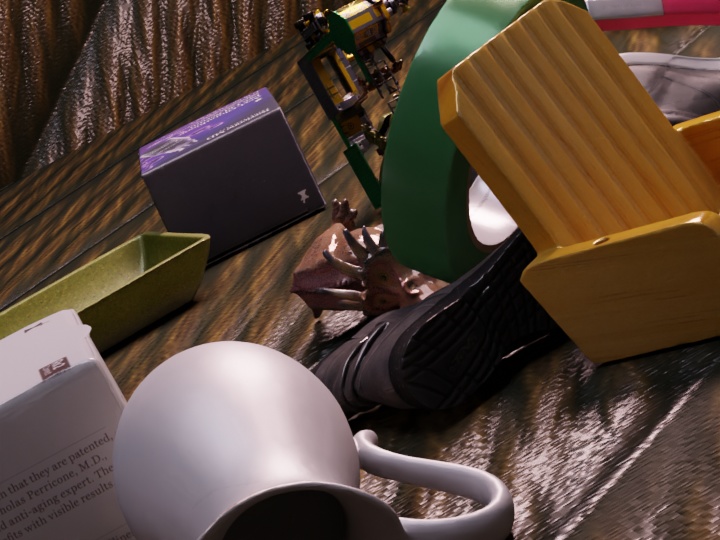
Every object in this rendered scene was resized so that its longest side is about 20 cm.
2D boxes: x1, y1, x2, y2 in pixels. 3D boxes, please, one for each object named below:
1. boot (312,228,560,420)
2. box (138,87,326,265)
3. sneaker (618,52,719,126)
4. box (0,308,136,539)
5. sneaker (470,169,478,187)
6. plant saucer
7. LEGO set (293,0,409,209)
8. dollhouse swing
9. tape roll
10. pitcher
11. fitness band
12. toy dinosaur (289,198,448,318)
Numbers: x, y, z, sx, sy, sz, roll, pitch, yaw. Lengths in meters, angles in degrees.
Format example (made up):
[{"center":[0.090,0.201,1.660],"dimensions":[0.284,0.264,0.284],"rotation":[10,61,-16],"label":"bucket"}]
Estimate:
[{"center":[0.062,0.023,1.287],"dimensions":[0.199,0.070,0.131],"rotation":[-28,6,-30],"label":"boot"},{"center":[-0.125,-0.089,2.047],"dimensions":[0.147,0.105,0.200],"rotation":[-26,12,-2],"label":"box"},{"center":[0.247,-0.087,1.381],"dimensions":[0.198,0.071,0.100],"rotation":[-1,57,-1],"label":"sneaker"},{"center":[-0.217,0.133,1.245],"dimensions":[0.199,0.131,0.199],"rotation":[-28,12,-7],"label":"box"},{"center":[0.152,-0.096,1.575],"dimensions":[0.199,0.071,0.098],"rotation":[-26,10,-5],"label":"sneaker"},{"center":[-0.234,0.034,1.892],"dimensions":[0.199,0.048,0.199],"rotation":[-31,13,-18],"label":"plant saucer"},{"center":[0.044,-0.152,1.805],"dimensions":[0.115,0.201,0.154],"rotation":[-30,-8,-26],"label":"LEGO set"},{"center":[0.175,-0.077,1.203],"dimensions":[0.181,0.177,0.200],"rotation":[-16,15,39],"label":"dollhouse swing"},{"center":[0.082,-0.089,1.354],"dimensions":[0.048,0.202,0.200],"rotation":[20,35,25],"label":"tape roll"},{"center":[-0.029,0.106,1.055],"dimensions":[0.170,0.122,0.200],"rotation":[-8,18,-15],"label":"pitcher"},{"center":[0.194,-0.151,1.468],"dimensions":[0.198,0.038,0.144],"rotation":[-2,-26,-4],"label":"fitness band"},{"center":[0.000,0.000,1.481],"dimensions":[0.199,0.086,0.136],"rotation":[-22,18,45],"label":"toy dinosaur"}]
